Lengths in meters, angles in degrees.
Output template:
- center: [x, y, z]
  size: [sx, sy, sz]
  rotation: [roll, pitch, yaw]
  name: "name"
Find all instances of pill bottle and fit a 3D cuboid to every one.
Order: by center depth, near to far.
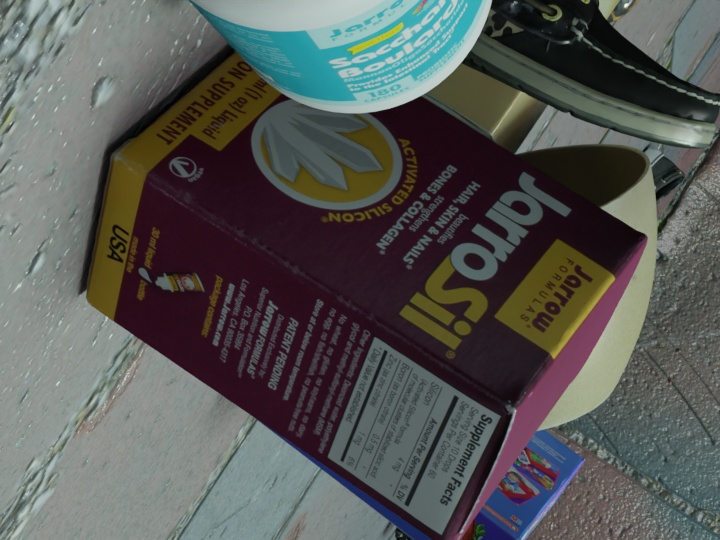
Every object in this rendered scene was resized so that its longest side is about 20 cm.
- center: [-0.016, -0.126, 0.657]
  size: [0.111, 0.111, 0.200]
  rotation: [-57, 168, 0]
  name: "pill bottle"

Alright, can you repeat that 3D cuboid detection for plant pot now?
- center: [0.094, 0.020, 1.153]
  size: [0.200, 0.200, 0.135]
  rotation: [-40, 118, -54]
  name: "plant pot"

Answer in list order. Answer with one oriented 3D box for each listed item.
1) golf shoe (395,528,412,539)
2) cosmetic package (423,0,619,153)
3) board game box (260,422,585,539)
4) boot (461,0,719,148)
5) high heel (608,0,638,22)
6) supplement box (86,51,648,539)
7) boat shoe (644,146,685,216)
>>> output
- center: [0.110, 0.256, 2.200]
  size: [0.200, 0.078, 0.095]
  rotation: [-52, 167, -20]
  name: "golf shoe"
- center: [0.105, -0.161, 1.140]
  size: [0.200, 0.071, 0.105]
  rotation: [-56, 168, -8]
  name: "cosmetic package"
- center: [0.030, 0.097, 1.182]
  size: [0.045, 0.200, 0.134]
  rotation: [-59, 168, 26]
  name: "board game box"
- center: [0.082, -0.152, 0.783]
  size: [0.154, 0.203, 0.073]
  rotation: [-63, 180, 8]
  name: "boot"
- center: [0.217, -0.268, 1.344]
  size: [0.200, 0.071, 0.143]
  rotation: [-53, 174, -12]
  name: "high heel"
- center: [0.000, 0.000, 0.826]
  size: [0.131, 0.200, 0.103]
  rotation: [-48, 165, -41]
  name: "supplement box"
- center: [0.328, -0.072, 2.257]
  size: [0.200, 0.066, 0.070]
  rotation: [-46, 163, -44]
  name: "boat shoe"
